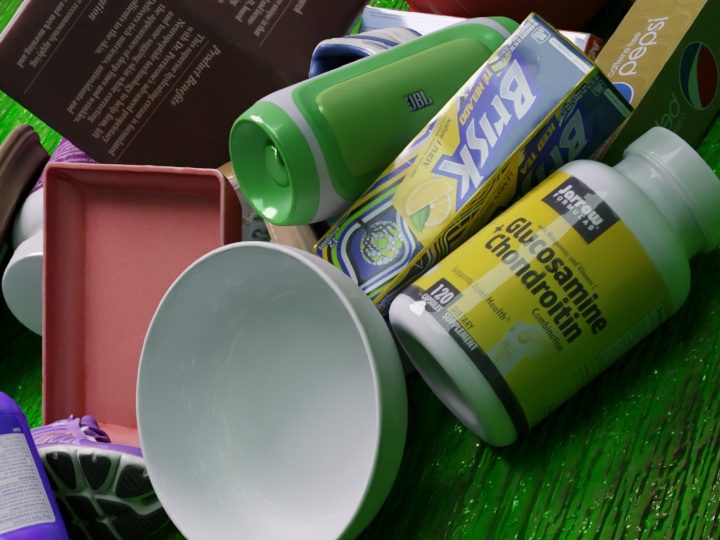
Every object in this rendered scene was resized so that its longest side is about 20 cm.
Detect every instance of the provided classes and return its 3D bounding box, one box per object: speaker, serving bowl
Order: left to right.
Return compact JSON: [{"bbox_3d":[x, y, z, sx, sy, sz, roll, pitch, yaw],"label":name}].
[{"bbox_3d":[-0.043,0.082,1.570,0.200,0.200,0.066,-4,-2,41],"label":"serving bowl"},{"bbox_3d":[0.020,-0.095,1.634,0.200,0.088,0.088,-24,22,-29],"label":"speaker"}]

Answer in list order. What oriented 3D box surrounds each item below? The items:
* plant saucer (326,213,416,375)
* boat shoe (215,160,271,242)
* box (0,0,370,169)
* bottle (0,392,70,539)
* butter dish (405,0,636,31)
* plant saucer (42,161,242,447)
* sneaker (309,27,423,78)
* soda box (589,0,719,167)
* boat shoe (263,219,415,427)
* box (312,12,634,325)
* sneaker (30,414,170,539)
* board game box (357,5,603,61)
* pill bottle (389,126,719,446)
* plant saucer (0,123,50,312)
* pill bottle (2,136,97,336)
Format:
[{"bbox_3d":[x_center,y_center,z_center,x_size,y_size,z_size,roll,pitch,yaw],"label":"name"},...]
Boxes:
[{"bbox_3d":[0.000,0.000,1.728,0.201,0.039,0.201,-18,36,14],"label":"plant saucer"},{"bbox_3d":[-0.086,-0.036,1.788,0.200,0.069,0.071,-25,10,37],"label":"boat shoe"},{"bbox_3d":[-0.132,-0.173,1.874,0.166,0.200,0.164,-47,9,37],"label":"box"},{"bbox_3d":[-0.220,0.172,1.606,0.084,0.065,0.200,-18,59,-12],"label":"bottle"},{"bbox_3d":[0.078,-0.218,1.904,0.148,0.199,0.200,-55,27,7],"label":"butter dish"},{"bbox_3d":[-0.142,0.029,1.747,0.037,0.200,0.200,-2,5,-42],"label":"plant saucer"},{"bbox_3d":[0.041,-0.097,1.749,0.088,0.075,0.200,-6,32,-39],"label":"sneaker"},{"bbox_3d":[0.184,-0.106,1.714,0.068,0.064,0.200,-2,41,43],"label":"soda box"},{"bbox_3d":[-0.033,0.024,1.642,0.065,0.071,0.200,-30,61,10],"label":"boat shoe"},{"bbox_3d":[0.070,-0.056,1.589,0.200,0.070,0.064,-47,56,3],"label":"box"},{"bbox_3d":[-0.187,0.125,1.714,0.200,0.081,0.083,1,38,46],"label":"sneaker"},{"bbox_3d":[0.071,-0.124,1.813,0.200,0.019,0.103,12,84,39],"label":"board game box"},{"bbox_3d":[0.124,0.005,1.552,0.200,0.112,0.112,-38,29,-9],"label":"pill bottle"},{"bbox_3d":[-0.277,-0.013,1.948,0.200,0.029,0.200,22,-90,-89],"label":"plant saucer"},{"bbox_3d":[-0.192,-0.040,1.928,0.112,0.112,0.200,-15,31,29],"label":"pill bottle"}]
